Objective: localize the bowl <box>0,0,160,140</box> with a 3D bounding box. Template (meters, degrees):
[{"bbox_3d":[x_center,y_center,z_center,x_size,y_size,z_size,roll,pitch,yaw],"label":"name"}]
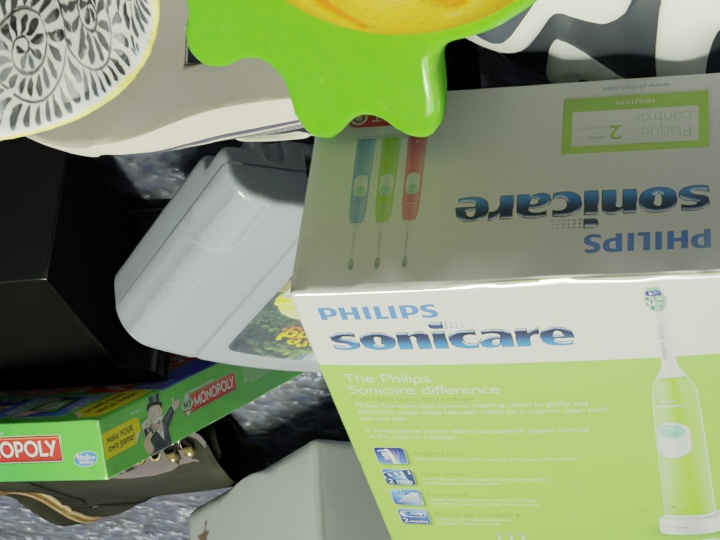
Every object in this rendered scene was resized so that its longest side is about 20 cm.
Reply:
[{"bbox_3d":[-0.155,-0.132,0.551,0.198,0.095,0.201,5,153,3],"label":"bowl"}]

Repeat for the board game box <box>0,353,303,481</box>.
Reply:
[{"bbox_3d":[-0.126,0.062,0.853,0.133,0.029,0.200,-6,-172,25],"label":"board game box"}]

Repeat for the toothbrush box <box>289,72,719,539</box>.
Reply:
[{"bbox_3d":[0.071,0.030,0.631,0.144,0.087,0.201,-3,144,14],"label":"toothbrush box"}]

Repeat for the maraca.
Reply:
[{"bbox_3d":[0.003,-0.120,0.512,0.137,0.107,0.201,35,135,4],"label":"maraca"}]

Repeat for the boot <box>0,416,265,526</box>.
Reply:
[{"bbox_3d":[-0.156,0.092,1.013,0.137,0.078,0.200,-11,162,21],"label":"boot"}]

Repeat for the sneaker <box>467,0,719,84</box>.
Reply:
[{"bbox_3d":[0.129,-0.100,0.580,0.197,0.080,0.129,-16,151,26],"label":"sneaker"}]

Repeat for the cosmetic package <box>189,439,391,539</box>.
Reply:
[{"bbox_3d":[0.022,0.208,1.045,0.198,0.168,0.167,8,156,-30],"label":"cosmetic package"}]

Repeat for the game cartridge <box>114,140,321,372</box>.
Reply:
[{"bbox_3d":[0.000,0.000,0.772,0.198,0.041,0.133,5,150,-31],"label":"game cartridge"}]

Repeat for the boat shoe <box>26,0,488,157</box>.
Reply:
[{"bbox_3d":[-0.044,-0.074,0.671,0.198,0.076,0.092,1,172,33],"label":"boat shoe"}]

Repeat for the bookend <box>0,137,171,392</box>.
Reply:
[{"bbox_3d":[-0.204,-0.030,0.757,0.196,0.093,0.200,-4,149,16],"label":"bookend"}]
